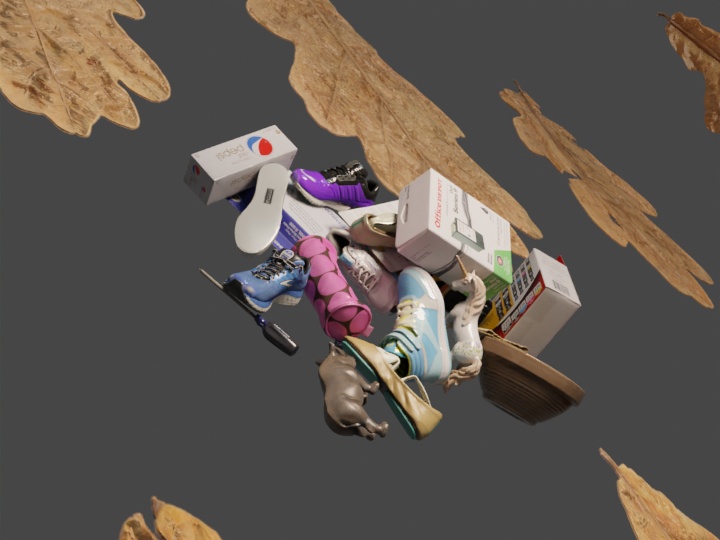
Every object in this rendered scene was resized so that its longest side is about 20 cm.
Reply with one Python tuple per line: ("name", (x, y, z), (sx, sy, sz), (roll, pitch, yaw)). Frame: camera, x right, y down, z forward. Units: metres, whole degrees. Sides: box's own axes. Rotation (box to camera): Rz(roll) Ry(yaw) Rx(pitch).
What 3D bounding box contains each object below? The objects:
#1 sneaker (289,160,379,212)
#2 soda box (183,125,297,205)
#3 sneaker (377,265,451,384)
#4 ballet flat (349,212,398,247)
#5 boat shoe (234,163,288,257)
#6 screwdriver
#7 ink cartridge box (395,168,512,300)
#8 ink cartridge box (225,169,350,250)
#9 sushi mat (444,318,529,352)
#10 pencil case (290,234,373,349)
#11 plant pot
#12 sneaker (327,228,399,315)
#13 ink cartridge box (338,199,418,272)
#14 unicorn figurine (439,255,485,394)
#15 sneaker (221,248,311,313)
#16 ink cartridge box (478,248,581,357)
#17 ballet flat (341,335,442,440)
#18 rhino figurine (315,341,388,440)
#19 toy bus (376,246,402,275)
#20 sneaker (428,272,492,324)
("sneaker", (-0.041, -0.166, 1.870), (0.199, 0.100, 0.070), (20, 23, -45))
("soda box", (-0.207, -0.184, 1.755), (0.199, 0.064, 0.068), (-28, 67, -41))
("sneaker", (0.076, 0.089, 1.643), (0.130, 0.079, 0.202), (0, 72, -46))
("ballet flat", (0.075, -0.070, 1.771), (0.198, 0.070, 0.070), (3, 40, -32))
("boat shoe", (-0.163, -0.090, 1.708), (0.070, 0.064, 0.201), (17, 51, 0))
("screwdriver", (-0.167, 0.057, 1.516), (0.200, 0.028, 0.029), (43, 55, 16))
("ink cartridge box", (0.162, -0.058, 1.732), (0.199, 0.084, 0.147), (31, 44, -28))
("ink cartridge box", (-0.135, -0.112, 1.819), (0.199, 0.041, 0.200), (44, 26, 13))
("sushi mat", (0.209, 0.112, 1.795), (0.095, 0.012, 0.200), (27, -7, -24))
("pencil case", (-0.048, 0.029, 1.642), (0.093, 0.091, 0.201), (17, 30, -35))
("plant pot", (0.271, 0.199, 1.712), (0.200, 0.093, 0.201), (29, -7, 4))
("sneaker", (0.000, 0.000, 1.756), (0.086, 0.075, 0.200), (17, 29, -50))
("ink cartridge box", (0.067, -0.054, 1.842), (0.199, 0.057, 0.163), (-18, 56, -41))
("unicorn figurine", (0.166, 0.094, 1.699), (0.073, 0.137, 0.202), (1, 67, -44))
("sneaker", (-0.138, 0.005, 1.539), (0.078, 0.090, 0.200), (34, 17, 17))
("ink cartridge box", (0.303, 0.071, 1.885), (0.083, 0.201, 0.176), (27, 27, -17))
("ballet flat", (0.050, 0.169, 1.550), (0.063, 0.069, 0.200), (-33, 72, -17))
("rhino figurine", (-0.021, 0.170, 1.471), (0.087, 0.060, 0.201), (20, 27, -22))
("toy bus", (0.056, -0.024, 1.887), (0.078, 0.065, 0.201), (22, 29, -28))
("sneaker", (0.174, 0.042, 1.845), (0.090, 0.070, 0.200), (45, 7, 30))
